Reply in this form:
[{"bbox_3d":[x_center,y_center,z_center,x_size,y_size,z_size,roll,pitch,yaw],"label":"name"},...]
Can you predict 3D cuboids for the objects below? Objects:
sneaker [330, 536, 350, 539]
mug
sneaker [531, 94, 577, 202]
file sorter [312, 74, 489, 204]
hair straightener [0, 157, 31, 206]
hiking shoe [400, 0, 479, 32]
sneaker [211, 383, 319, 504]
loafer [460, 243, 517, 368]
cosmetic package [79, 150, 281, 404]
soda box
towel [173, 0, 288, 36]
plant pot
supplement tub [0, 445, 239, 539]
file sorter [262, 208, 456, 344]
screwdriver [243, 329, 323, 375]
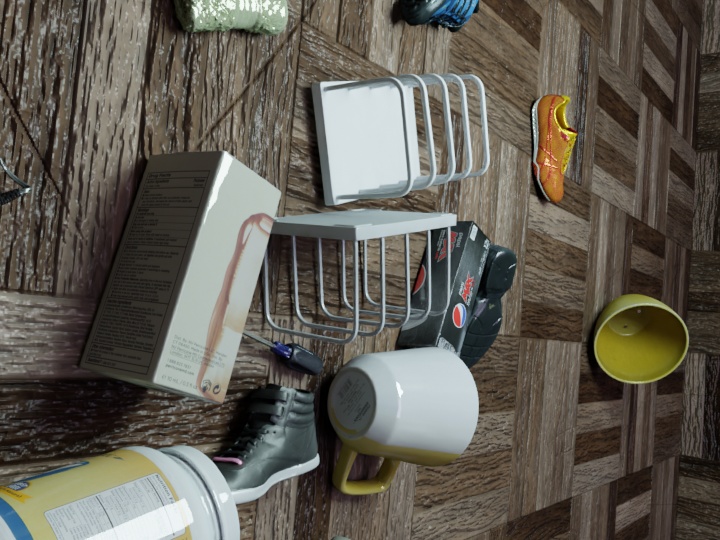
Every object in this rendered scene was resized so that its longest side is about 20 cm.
[{"bbox_3d":[-0.026,0.423,0.852,0.106,0.074,0.202,-27,114,-53],"label":"sneaker"},{"bbox_3d":[0.041,0.182,0.885,0.152,0.149,0.189,13,75,-45],"label":"mug"},{"bbox_3d":[0.364,-0.225,1.353,0.073,0.077,0.202,-29,116,-51],"label":"sneaker"},{"bbox_3d":[0.056,-0.166,0.887,0.199,0.124,0.140,-21,107,-51],"label":"file sorter"},{"bbox_3d":[-0.309,-0.089,0.475,0.199,0.041,0.078,16,79,-53],"label":"hair straightener"},{"bbox_3d":[0.125,-0.375,1.022,0.200,0.074,0.087,-48,127,-41],"label":"hiking shoe"},{"bbox_3d":[-0.111,0.170,0.737,0.199,0.070,0.100,-5,94,-59],"label":"sneaker"},{"bbox_3d":[0.177,0.053,1.116,0.072,0.072,0.202,10,104,-37],"label":"loafer"},{"bbox_3d":[-0.154,0.005,0.640,0.087,0.103,0.202,32,68,-51],"label":"cosmetic package"},{"bbox_3d":[0.121,0.030,1.037,0.063,0.070,0.202,41,61,-43],"label":"soda box"},{"bbox_3d":[-0.135,-0.334,0.705,0.148,0.036,0.202,-21,108,-50],"label":"towel"},{"bbox_3d":[0.619,0.132,1.646,0.142,0.198,0.202,-76,152,-64],"label":"plant pot"},{"bbox_3d":[-0.204,0.218,0.545,0.199,0.144,0.146,-6,96,-53],"label":"supplement tub"},{"bbox_3d":[0.000,0.000,0.821,0.199,0.138,0.126,-11,104,-53],"label":"file sorter"},{"bbox_3d":[-0.103,0.073,0.775,0.200,0.028,0.029,39,30,-46],"label":"screwdriver"}]
